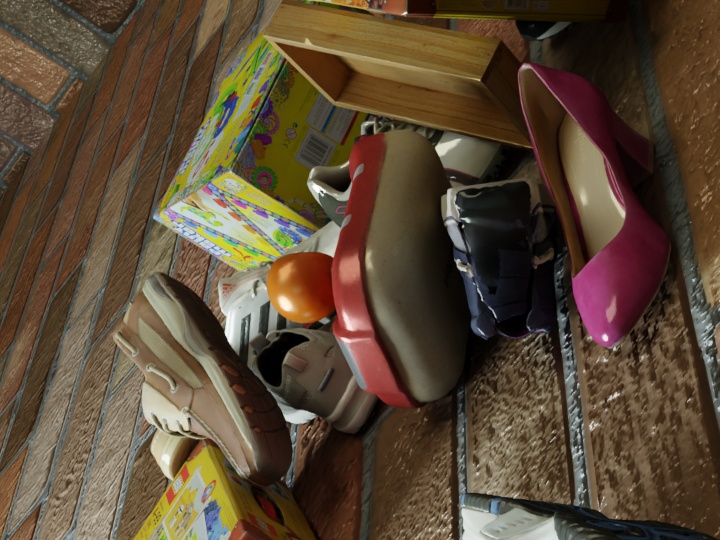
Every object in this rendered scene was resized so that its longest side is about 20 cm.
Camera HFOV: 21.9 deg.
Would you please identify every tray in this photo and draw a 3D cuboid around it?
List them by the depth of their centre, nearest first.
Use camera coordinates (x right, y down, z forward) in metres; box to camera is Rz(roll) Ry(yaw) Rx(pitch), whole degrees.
[{"bbox_3d":[0.036,-0.137,1.294,0.200,0.099,0.037,16,73,39],"label":"tray"}]

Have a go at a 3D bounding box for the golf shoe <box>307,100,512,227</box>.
[{"bbox_3d":[0.042,-0.081,1.366,0.200,0.088,0.077,-39,24,39],"label":"golf shoe"}]

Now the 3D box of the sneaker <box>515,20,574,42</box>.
[{"bbox_3d":[0.160,-0.266,1.360,0.200,0.090,0.070,-53,18,13],"label":"sneaker"}]

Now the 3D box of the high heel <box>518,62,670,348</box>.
[{"bbox_3d":[0.124,-0.042,1.061,0.067,0.096,0.200,-42,23,39],"label":"high heel"}]

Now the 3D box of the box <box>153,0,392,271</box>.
[{"bbox_3d":[-0.063,-0.118,1.653,0.193,0.122,0.200,-21,41,62],"label":"box"}]

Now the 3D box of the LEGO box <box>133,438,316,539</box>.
[{"bbox_3d":[-0.102,0.218,1.253,0.149,0.077,0.200,-57,17,3],"label":"LEGO box"}]

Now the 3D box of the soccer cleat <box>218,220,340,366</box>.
[{"bbox_3d":[-0.066,0.017,1.491,0.200,0.085,0.069,-50,19,23],"label":"soccer cleat"}]

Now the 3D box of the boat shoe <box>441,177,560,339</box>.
[{"bbox_3d":[0.087,-0.005,1.141,0.200,0.074,0.093,-5,-92,-81],"label":"boat shoe"}]

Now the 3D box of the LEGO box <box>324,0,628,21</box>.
[{"bbox_3d":[0.064,-0.216,1.259,0.149,0.200,0.077,20,109,49],"label":"LEGO box"}]

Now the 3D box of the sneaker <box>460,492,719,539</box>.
[{"bbox_3d":[0.106,0.150,0.850,0.200,0.076,0.077,177,102,-69],"label":"sneaker"}]

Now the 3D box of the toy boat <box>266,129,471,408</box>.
[{"bbox_3d":[0.000,0.000,1.222,0.130,0.131,0.200,-11,37,19],"label":"toy boat"}]

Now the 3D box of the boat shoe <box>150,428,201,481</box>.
[{"bbox_3d":[-0.130,0.114,1.415,0.071,0.064,0.200,-55,-6,5],"label":"boat shoe"}]

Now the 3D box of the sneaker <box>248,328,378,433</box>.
[{"bbox_3d":[-0.047,0.065,1.361,0.075,0.082,0.200,-61,18,-11],"label":"sneaker"}]

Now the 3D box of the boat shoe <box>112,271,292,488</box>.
[{"bbox_3d":[-0.113,0.086,1.298,0.072,0.076,0.200,-44,47,7],"label":"boat shoe"}]
